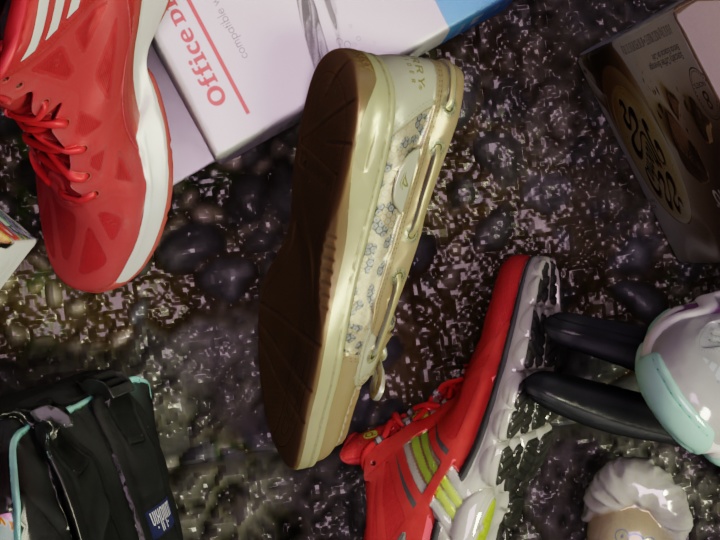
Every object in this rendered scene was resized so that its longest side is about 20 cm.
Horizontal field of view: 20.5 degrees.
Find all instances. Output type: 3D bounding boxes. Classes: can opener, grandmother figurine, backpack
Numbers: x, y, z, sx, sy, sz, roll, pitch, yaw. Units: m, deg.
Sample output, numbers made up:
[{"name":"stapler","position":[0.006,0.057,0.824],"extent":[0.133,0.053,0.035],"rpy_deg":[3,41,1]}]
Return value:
[{"name":"can opener","position":[0.158,0.060,0.897],"extent":[0.199,0.078,0.064],"rpy_deg":[24,80,-27]},{"name":"grandmother figurine","position":[0.113,0.186,0.926],"extent":[0.120,0.061,0.202],"rpy_deg":[12,92,-14]},{"name":"backpack","position":[-0.148,0.160,0.847],"extent":[0.152,0.176,0.202],"rpy_deg":[-16,93,12]}]

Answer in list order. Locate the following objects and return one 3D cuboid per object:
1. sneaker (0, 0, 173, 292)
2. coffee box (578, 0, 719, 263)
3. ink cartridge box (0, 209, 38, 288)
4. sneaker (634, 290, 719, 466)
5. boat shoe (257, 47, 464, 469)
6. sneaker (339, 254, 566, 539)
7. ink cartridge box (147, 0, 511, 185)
[{"name":"sneaker","position":[-0.140,-0.069,0.842],"extent":[0.078,0.115,0.202],"rpy_deg":[21,121,30]},{"name":"coffee box","position":[0.169,-0.069,0.855],"extent":[0.079,0.200,0.114],"rpy_deg":[-28,93,-4]},{"name":"ink cartridge box","position":[-0.191,0.016,0.824],"extent":[0.050,0.200,0.109],"rpy_deg":[38,88,-4]},{"name":"sneaker","position":[0.209,0.007,0.842],"extent":[0.078,0.199,0.140],"rpy_deg":[55,129,15]},{"name":"boat shoe","position":[0.000,0.000,0.886],"extent":[0.062,0.073,0.202],"rpy_deg":[-1,121,-26]},{"name":"sneaker","position":[0.034,0.081,0.909],"extent":[0.084,0.077,0.202],"rpy_deg":[20,87,21]},{"name":"ink cartridge box","position":[-0.041,-0.126,0.902],"extent":[0.199,0.067,0.117],"rpy_deg":[-29,93,-4]}]
